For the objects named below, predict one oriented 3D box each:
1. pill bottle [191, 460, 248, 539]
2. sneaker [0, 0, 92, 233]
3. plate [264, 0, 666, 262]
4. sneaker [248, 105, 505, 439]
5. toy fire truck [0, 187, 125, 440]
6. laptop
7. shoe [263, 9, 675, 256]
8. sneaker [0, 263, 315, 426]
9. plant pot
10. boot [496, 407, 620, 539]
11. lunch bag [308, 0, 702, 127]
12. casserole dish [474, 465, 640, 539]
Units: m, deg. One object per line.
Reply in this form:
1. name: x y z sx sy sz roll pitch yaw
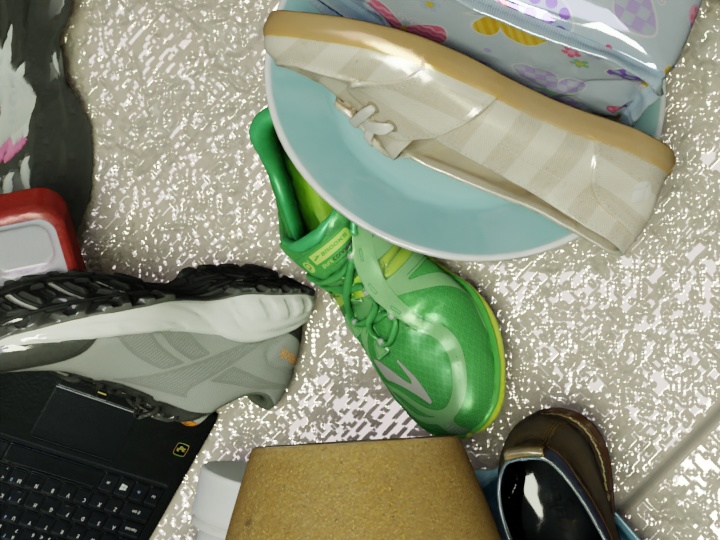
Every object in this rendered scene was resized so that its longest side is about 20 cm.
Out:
1. pill bottle: -0.059 0.203 0.860 0.110 0.111 0.202 11 91 17
2. sneaker: -0.203 -0.094 0.945 0.086 0.080 0.202 2 91 41
3. plate: 0.051 -0.092 0.846 0.198 0.026 0.202 2 65 -4
4. sneaker: 0.000 0.000 0.857 0.074 0.083 0.201 -40 73 32
5. toy fire truck: -0.209 0.062 0.898 0.166 0.112 0.202 -11 120 2
6. laptop: -0.166 0.153 0.850 0.201 0.176 0.103 -60 39 8
7. shoe: 0.044 -0.065 0.779 0.198 0.070 0.054 22 87 -1
8. sneaker: -0.108 0.042 0.848 0.074 0.199 0.080 21 106 50
9. plant pot: 0.005 0.174 0.740 0.184 0.186 0.202 -4 85 17
10. boot: 0.096 0.164 0.780 0.074 0.097 0.202 -16 84 14
11. lunch bag: 0.068 -0.179 0.797 0.198 0.127 0.171 22 78 -2
12. casserole dish: 0.107 0.183 0.847 0.121 0.039 0.200 -44 78 11
